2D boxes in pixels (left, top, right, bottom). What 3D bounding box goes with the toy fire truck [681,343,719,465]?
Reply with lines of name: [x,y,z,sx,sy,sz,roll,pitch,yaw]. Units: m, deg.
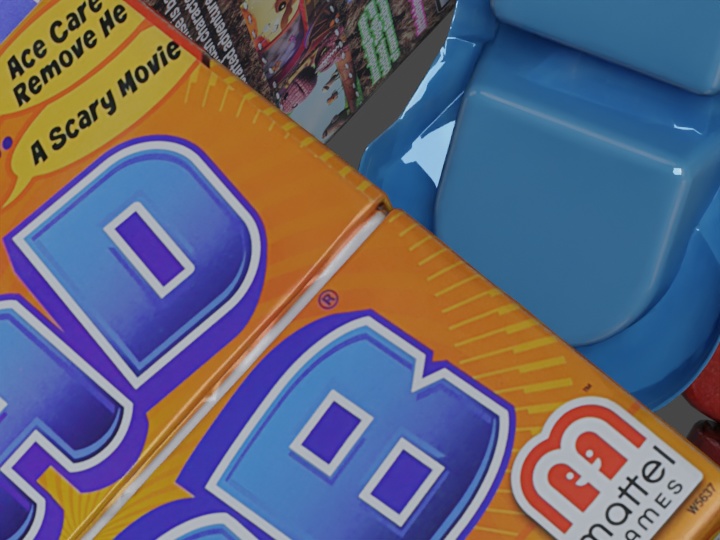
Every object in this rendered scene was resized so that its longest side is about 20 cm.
toy fire truck: [0.178,0.022,0.862,0.199,0.112,0.168,28,101,-9]

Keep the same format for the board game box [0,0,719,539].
board game box: [-0.038,0.093,0.703,0.200,0.200,0.200,39,81,23]

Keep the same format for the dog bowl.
dog bowl: [0.068,-0.054,0.802,0.111,0.050,0.201,21,115,13]

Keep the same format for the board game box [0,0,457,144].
board game box: [-0.039,-0.111,0.790,0.097,0.160,0.200,38,77,21]
